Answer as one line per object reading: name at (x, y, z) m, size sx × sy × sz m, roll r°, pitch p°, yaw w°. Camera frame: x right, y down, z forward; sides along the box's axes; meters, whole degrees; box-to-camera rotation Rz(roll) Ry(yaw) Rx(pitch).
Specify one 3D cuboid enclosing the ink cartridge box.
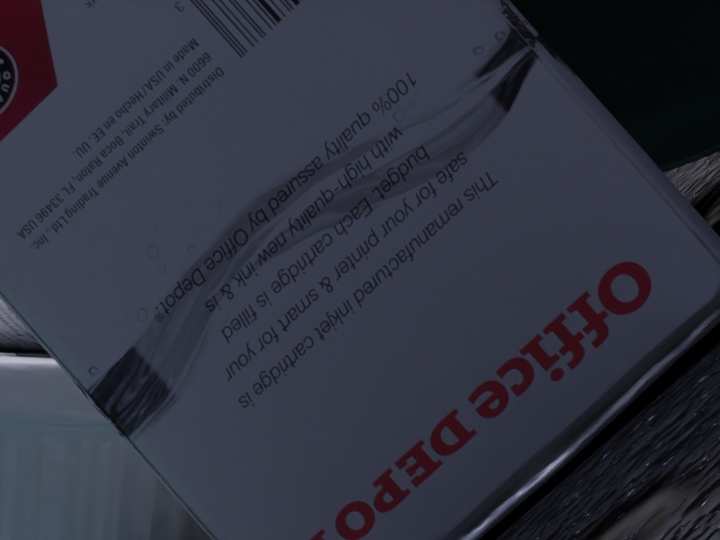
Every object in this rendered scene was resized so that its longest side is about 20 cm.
ink cartridge box at (-0.017, -0.024, 0.648) m, size 0.145 × 0.200 × 0.083 m, roll -42°, pitch -1°, yaw 9°

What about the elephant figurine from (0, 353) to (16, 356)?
elephant figurine at (-0.109, 0.081, 1.061) m, size 0.141 × 0.155 × 0.200 m, roll -37°, pitch -6°, yaw -42°

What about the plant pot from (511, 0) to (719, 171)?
plant pot at (0.062, -0.131, 0.797) m, size 0.199 × 0.135 × 0.201 m, roll -10°, pitch -29°, yaw -6°

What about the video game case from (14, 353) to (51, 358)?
video game case at (-0.081, -0.049, 1.010) m, size 0.181 × 0.036 × 0.200 m, roll -50°, pitch 14°, yaw 3°

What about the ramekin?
ramekin at (-0.118, 0.074, 0.796) m, size 0.201 × 0.095 × 0.202 m, roll 2°, pitch -3°, yaw 0°

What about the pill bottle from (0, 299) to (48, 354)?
pill bottle at (-0.113, -0.028, 0.850) m, size 0.199 × 0.115 × 0.114 m, roll 0°, pitch 33°, yaw 42°
